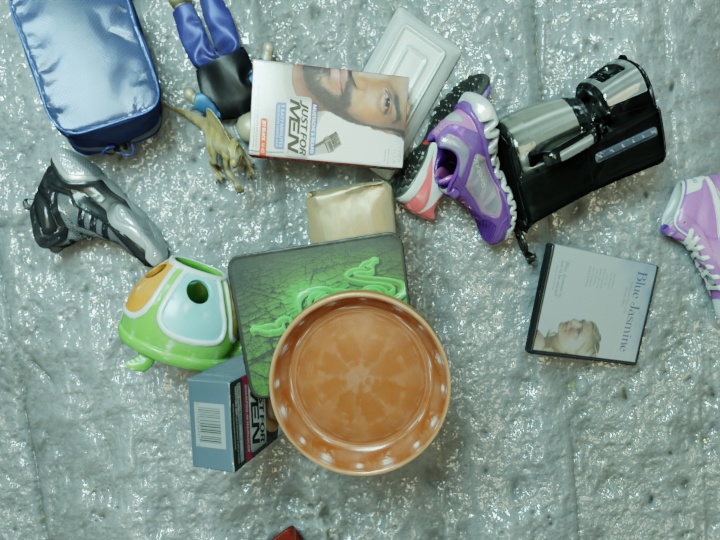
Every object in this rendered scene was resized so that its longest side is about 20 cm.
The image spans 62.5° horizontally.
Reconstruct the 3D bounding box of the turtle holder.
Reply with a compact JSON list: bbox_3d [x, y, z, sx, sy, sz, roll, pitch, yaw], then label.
[{"bbox_3d":[-0.209,0.065,0.759,0.180,0.141,0.136,21,94,-3],"label":"turtle holder"}]

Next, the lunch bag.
[{"bbox_3d":[-0.323,-0.241,0.730,0.132,0.132,0.207,-19,96,-16],"label":"lunch bag"}]

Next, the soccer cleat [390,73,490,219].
[{"bbox_3d":[0.119,-0.166,0.796,0.072,0.068,0.203,33,90,-29],"label":"soccer cleat"}]

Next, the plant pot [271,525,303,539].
[{"bbox_3d":[-0.111,0.522,0.793,0.197,0.200,0.178,-36,109,2],"label":"plant pot"}]

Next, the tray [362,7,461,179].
[{"bbox_3d":[0.046,-0.238,0.799,0.105,0.022,0.204,30,94,-6],"label":"tray"}]

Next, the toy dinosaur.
[{"bbox_3d":[-0.181,-0.166,0.765,0.058,0.199,0.103,-35,138,-18],"label":"toy dinosaur"}]

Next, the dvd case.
[{"bbox_3d":[0.319,0.050,0.811,0.194,0.017,0.148,8,95,-23],"label":"dvd case"}]

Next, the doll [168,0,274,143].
[{"bbox_3d":[-0.174,-0.266,0.773,0.133,0.048,0.206,-22,96,1],"label":"doll"}]

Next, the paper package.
[{"bbox_3d":[0.000,0.000,0.735,0.099,0.191,0.208,-6,96,3],"label":"paper package"}]

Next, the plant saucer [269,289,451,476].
[{"bbox_3d":[-0.001,0.120,0.638,0.192,0.032,0.208,0,103,2],"label":"plant saucer"}]

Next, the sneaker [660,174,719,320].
[{"bbox_3d":[0.471,-0.026,0.820,0.110,0.073,0.209,-2,86,2],"label":"sneaker"}]

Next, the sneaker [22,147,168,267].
[{"bbox_3d":[-0.349,-0.053,0.776,0.200,0.075,0.114,44,93,0],"label":"sneaker"}]

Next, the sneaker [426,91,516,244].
[{"bbox_3d":[0.136,-0.113,0.748,0.087,0.080,0.204,-32,124,-13],"label":"sneaker"}]

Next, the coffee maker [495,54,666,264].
[{"bbox_3d":[0.277,-0.147,0.777,0.194,0.137,0.195,-23,137,0],"label":"coffee maker"}]

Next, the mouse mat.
[{"bbox_3d":[-0.040,0.052,0.645,0.192,0.008,0.167,-8,101,3],"label":"mouse mat"}]

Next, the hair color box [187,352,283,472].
[{"bbox_3d":[-0.131,0.158,0.739,0.058,0.199,0.103,0,97,19],"label":"hair color box"}]

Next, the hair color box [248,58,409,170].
[{"bbox_3d":[-0.041,-0.193,0.749,0.192,0.064,0.115,3,97,-9],"label":"hair color box"}]
